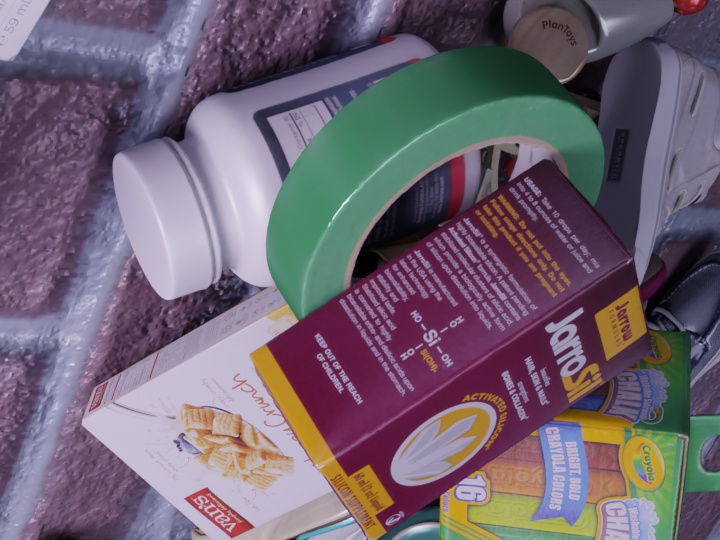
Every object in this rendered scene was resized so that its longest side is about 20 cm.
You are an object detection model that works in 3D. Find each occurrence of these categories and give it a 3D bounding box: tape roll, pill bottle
[{"bbox_3d":[0.044,-0.032,0.833,0.199,0.048,0.201,-23,144,-17],"label":"tape roll"},{"bbox_3d":[-0.040,-0.058,0.878,0.199,0.120,0.120,-21,137,-20],"label":"pill bottle"}]

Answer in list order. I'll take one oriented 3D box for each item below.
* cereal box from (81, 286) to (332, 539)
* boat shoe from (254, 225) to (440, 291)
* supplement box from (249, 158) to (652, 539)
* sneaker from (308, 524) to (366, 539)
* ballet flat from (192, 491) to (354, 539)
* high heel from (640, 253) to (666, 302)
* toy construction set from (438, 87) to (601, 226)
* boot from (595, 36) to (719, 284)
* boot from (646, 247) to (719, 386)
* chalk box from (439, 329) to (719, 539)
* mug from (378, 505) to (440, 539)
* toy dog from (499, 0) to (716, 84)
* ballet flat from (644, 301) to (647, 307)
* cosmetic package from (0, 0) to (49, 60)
[{"bbox_3d":[-0.065,0.094,0.966,0.199,0.040,0.144,-30,118,26],"label":"cereal box"},{"bbox_3d":[0.000,0.000,0.997,0.199,0.074,0.076,2,126,-38],"label":"boat shoe"},{"bbox_3d":[0.054,0.046,0.815,0.199,0.086,0.111,-33,145,-3],"label":"supplement box"},{"bbox_3d":[-0.001,0.157,1.153,0.200,0.075,0.088,-44,128,7],"label":"sneaker"},{"bbox_3d":[-0.048,0.174,1.083,0.199,0.070,0.069,-31,146,29],"label":"ballet flat"},{"bbox_3d":[0.144,0.061,1.065,0.199,0.068,0.096,-27,122,18],"label":"high heel"},{"bbox_3d":[0.125,-0.064,1.029,0.199,0.092,0.132,-1,128,-50],"label":"toy construction set"},{"bbox_3d":[0.199,-0.049,0.985,0.095,0.073,0.202,11,96,-38],"label":"boot"},{"bbox_3d":[0.258,0.066,1.255,0.090,0.073,0.201,-3,129,-43],"label":"boot"},{"bbox_3d":[0.159,0.118,0.972,0.198,0.124,0.125,5,120,12],"label":"chalk box"},{"bbox_3d":[0.071,0.267,1.261,0.151,0.186,0.115,-18,139,13],"label":"mug"},{"bbox_3d":[0.162,-0.192,0.931,0.199,0.132,0.097,-28,101,-19],"label":"toy dog"},{"bbox_3d":[0.136,0.035,1.144,0.199,0.068,0.062,-2,161,-28],"label":"ballet flat"},{"bbox_3d":[-0.228,-0.179,0.659,0.199,0.074,0.102,15,117,-46],"label":"cosmetic package"}]
